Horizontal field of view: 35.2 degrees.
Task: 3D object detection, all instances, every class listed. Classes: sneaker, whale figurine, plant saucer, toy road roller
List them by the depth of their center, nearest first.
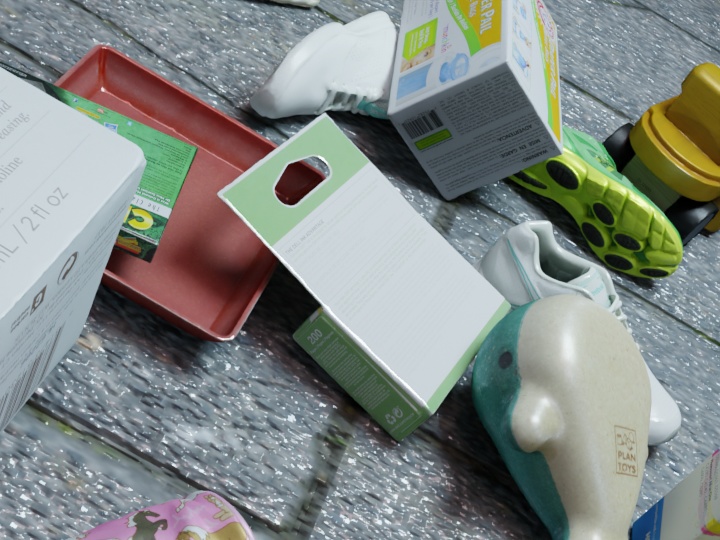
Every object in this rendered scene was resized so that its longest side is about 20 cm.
[{"bbox_3d":[0.132,0.119,0.759,0.159,0.104,0.200,17,63,-47],"label":"whale figurine"},{"bbox_3d":[-0.143,-0.051,0.780,0.199,0.037,0.200,30,40,-3],"label":"plant saucer"},{"bbox_3d":[0.168,0.047,0.850,0.200,0.080,0.070,46,41,12],"label":"sneaker"},{"bbox_3d":[-0.007,-0.157,0.948,0.089,0.075,0.200,51,41,2],"label":"sneaker"},{"bbox_3d":[0.209,-0.076,0.998,0.200,0.074,0.084,43,46,12],"label":"sneaker"},{"bbox_3d":[0.326,-0.121,1.060,0.200,0.146,0.123,-25,67,-44],"label":"toy road roller"}]

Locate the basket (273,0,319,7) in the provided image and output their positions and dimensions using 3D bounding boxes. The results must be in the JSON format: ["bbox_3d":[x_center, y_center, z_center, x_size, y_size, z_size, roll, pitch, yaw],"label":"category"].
[{"bbox_3d":[-0.110,-0.363,1.008,0.200,0.161,0.198,1,50,-30],"label":"basket"}]

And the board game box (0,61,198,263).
[{"bbox_3d":[-0.210,-0.082,0.723,0.200,0.023,0.105,24,40,-10],"label":"board game box"}]

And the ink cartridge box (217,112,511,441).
[{"bbox_3d":[0.000,0.000,0.791,0.200,0.048,0.146,44,42,0],"label":"ink cartridge box"}]

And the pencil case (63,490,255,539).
[{"bbox_3d":[-0.138,0.168,0.536,0.200,0.083,0.087,-15,58,-41],"label":"pencil case"}]

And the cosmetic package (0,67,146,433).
[{"bbox_3d":[-0.250,-0.012,0.575,0.200,0.166,0.167,30,41,-2],"label":"cosmetic package"}]

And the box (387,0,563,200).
[{"bbox_3d":[0.101,-0.175,0.973,0.101,0.112,0.200,51,30,-33],"label":"box"}]

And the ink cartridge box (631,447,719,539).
[{"bbox_3d":[0.272,0.161,0.712,0.116,0.200,0.067,29,41,-4],"label":"ink cartridge box"}]
